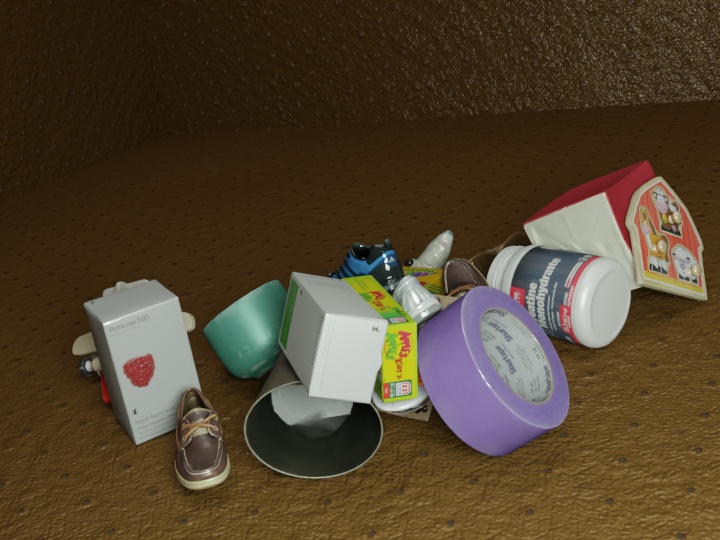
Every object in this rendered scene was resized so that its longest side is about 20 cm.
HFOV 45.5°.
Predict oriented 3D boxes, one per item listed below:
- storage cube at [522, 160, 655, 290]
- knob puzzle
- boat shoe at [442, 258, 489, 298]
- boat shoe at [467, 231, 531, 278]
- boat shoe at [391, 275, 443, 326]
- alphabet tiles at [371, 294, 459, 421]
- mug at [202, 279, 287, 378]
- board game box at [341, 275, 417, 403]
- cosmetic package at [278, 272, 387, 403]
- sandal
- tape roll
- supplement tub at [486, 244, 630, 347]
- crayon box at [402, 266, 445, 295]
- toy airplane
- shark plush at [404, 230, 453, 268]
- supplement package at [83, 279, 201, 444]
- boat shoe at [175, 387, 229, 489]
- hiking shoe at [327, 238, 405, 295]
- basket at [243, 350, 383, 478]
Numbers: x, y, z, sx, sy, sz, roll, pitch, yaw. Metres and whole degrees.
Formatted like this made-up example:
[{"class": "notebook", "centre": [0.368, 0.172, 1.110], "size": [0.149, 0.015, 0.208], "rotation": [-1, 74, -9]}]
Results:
[{"class": "storage cube", "centre": [0.417, -0.059, 1.475], "size": [0.199, 0.172, 0.179], "rotation": [-22, 7, 45]}, {"class": "knob puzzle", "centre": [0.504, -0.062, 1.398], "size": [0.219, 0.221, 0.030], "rotation": [-27, 1, -40]}, {"class": "boat shoe", "centre": [0.172, 0.052, 1.347], "size": [0.072, 0.072, 0.202], "rotation": [-24, 52, 12]}, {"class": "boat shoe", "centre": [0.246, -0.006, 1.651], "size": [0.199, 0.072, 0.072], "rotation": [-35, 0, -30]}, {"class": "boat shoe", "centre": [0.062, 0.052, 1.207], "size": [0.074, 0.065, 0.202], "rotation": [-32, -4, -9]}, {"class": "alphabet tiles", "centre": [0.083, 0.122, 1.271], "size": [0.165, 0.008, 0.202], "rotation": [7, 61, 26]}, {"class": "mug", "centre": [-0.154, 0.099, 1.415], "size": [0.184, 0.115, 0.152], "rotation": [-30, -8, -39]}, {"class": "board game box", "centre": [0.022, 0.085, 1.144], "size": [0.047, 0.103, 0.200], "rotation": [-6, 18, -14]}, {"class": "cosmetic package", "centre": [-0.039, 0.080, 1.095], "size": [0.084, 0.109, 0.200], "rotation": [9, 10, -17]}, {"class": "sandal", "centre": [0.070, 0.153, 1.191], "size": [0.078, 0.060, 0.207], "rotation": [2, 22, 13]}, {"class": "tape roll", "centre": [0.170, 0.127, 1.097], "size": [0.085, 0.201, 0.200], "rotation": [-39, 1, 35]}, {"class": "supplement tub", "centre": [0.314, 0.036, 1.375], "size": [0.140, 0.142, 0.199], "rotation": [-25, 25, -36]}, {"class": "crayon box", "centre": [0.070, 0.038, 1.447], "size": [0.126, 0.051, 0.200], "rotation": [3, 19, 29]}, {"class": "toy airplane", "centre": [-0.392, 0.118, 1.482], "size": [0.199, 0.141, 0.200], "rotation": [-47, 45, -8]}, {"class": "shark plush", "centre": [0.129, 0.000, 1.585], "size": [0.090, 0.200, 0.084], "rotation": [19, 66, 6]}, {"class": "supplement package", "centre": [-0.328, 0.136, 1.312], "size": [0.120, 0.202, 0.119], "rotation": [-20, 22, -26]}, {"class": "boat shoe", "centre": [-0.222, 0.222, 1.170], "size": [0.071, 0.073, 0.200], "rotation": [-11, 21, -7]}, {"class": "hiking shoe", "centre": [0.000, 0.000, 1.328], "size": [0.074, 0.088, 0.199], "rotation": [-19, 6, -39]}, {"class": "basket", "centre": [-0.067, 0.177, 1.190], "size": [0.178, 0.138, 0.200], "rotation": [3, 15, -5]}]
